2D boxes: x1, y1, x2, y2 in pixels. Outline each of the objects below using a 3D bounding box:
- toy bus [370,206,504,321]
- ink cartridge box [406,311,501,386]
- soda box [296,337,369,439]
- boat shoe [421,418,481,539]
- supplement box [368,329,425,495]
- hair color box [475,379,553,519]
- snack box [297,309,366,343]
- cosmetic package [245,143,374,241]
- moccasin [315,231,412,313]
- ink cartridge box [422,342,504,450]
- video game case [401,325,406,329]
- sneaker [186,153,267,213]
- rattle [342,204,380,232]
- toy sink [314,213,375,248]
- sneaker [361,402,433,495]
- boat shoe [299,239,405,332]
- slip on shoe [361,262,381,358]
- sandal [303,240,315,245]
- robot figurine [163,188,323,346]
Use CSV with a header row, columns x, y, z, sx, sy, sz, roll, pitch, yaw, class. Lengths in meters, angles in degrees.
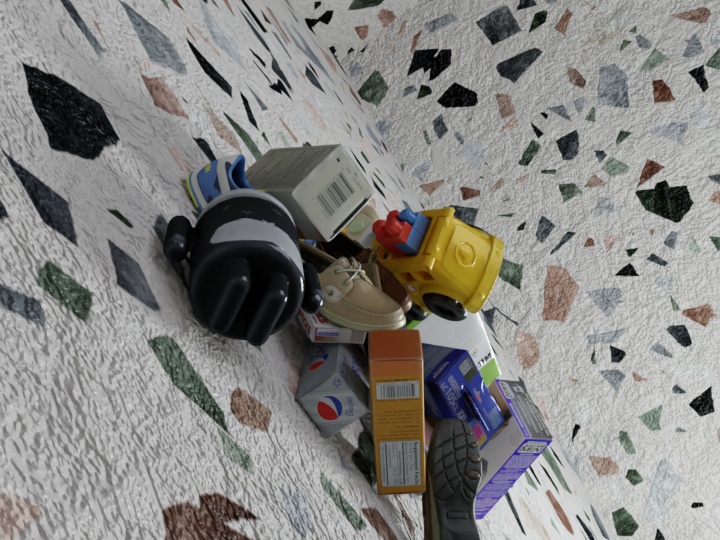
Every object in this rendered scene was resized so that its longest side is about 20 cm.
x,y,z,sx,sy,sz,roll,pitch,yaw,class
0.081,-0.024,1.366,0.191,0.137,0.199,34,-22,-30,toy bus
0.135,0.128,1.526,0.075,0.147,0.202,14,-46,53,ink cartridge box
-0.030,0.128,1.160,0.069,0.063,0.200,52,11,-13,soda box
0.106,0.291,1.163,0.075,0.074,0.203,12,65,-18,boat shoe
0.044,0.173,1.110,0.067,0.068,0.203,-91,180,-61,supplement box
0.189,0.269,1.368,0.064,0.201,0.110,10,38,-33,hair color box
-0.057,0.037,1.208,0.071,0.025,0.200,3,24,-22,snack box
-0.085,-0.105,1.245,0.088,0.103,0.199,53,-21,-25,cosmetic package
0.001,-0.001,1.324,0.202,0.073,0.078,48,-13,40,moccasin
0.115,0.178,1.312,0.199,0.076,0.137,3,-51,53,ink cartridge box
-0.019,0.052,1.334,0.198,0.019,0.143,28,18,-11,video game case
-0.140,-0.055,1.154,0.202,0.082,0.074,59,10,4,sneaker
-0.048,-0.071,1.738,0.200,0.141,0.132,47,-32,45,rattle
0.024,-0.009,1.549,0.130,0.112,0.200,33,-9,46,toy sink
0.058,0.216,1.278,0.202,0.075,0.105,64,11,18,sneaker
-0.027,0.017,1.147,0.199,0.066,0.072,26,29,34,boat shoe
0.025,0.065,1.205,0.201,0.060,0.077,-118,-165,-46,slip on shoe
-0.094,-0.068,1.398,0.087,0.079,0.201,48,15,-28,sandal
-0.123,-0.005,0.986,0.201,0.123,0.151,-105,169,-59,robot figurine
